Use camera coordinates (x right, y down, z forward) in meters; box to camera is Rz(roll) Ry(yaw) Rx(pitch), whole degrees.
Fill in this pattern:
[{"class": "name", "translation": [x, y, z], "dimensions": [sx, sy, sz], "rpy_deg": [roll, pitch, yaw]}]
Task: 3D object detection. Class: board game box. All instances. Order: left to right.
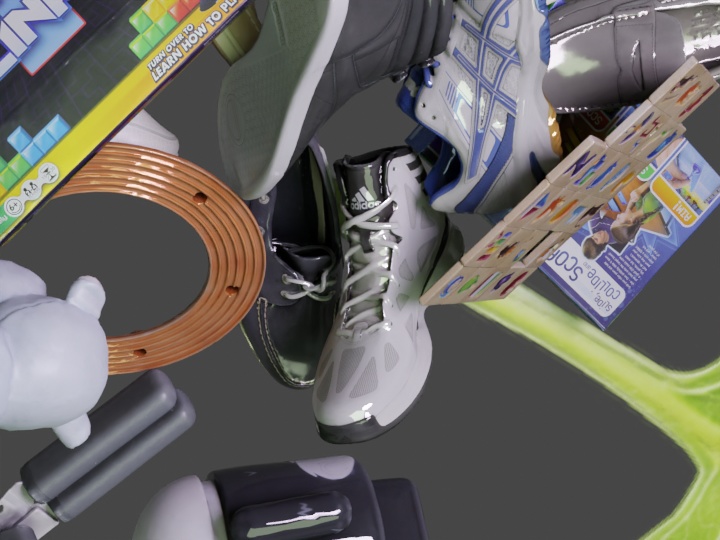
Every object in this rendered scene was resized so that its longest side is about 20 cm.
[{"class": "board game box", "translation": [-0.171, -0.140, 0.650], "dimensions": [0.200, 0.057, 0.165], "rpy_deg": [-45, 100, -2]}, {"class": "board game box", "translation": [0.144, -0.071, 0.865], "dimensions": [0.136, 0.034, 0.200], "rpy_deg": [-47, 116, 3]}]

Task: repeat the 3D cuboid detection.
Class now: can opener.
[{"class": "can opener", "translation": [-0.191, 0.147, 0.829], "dimensions": [0.199, 0.066, 0.053], "rpy_deg": [-40, 140, -4]}]

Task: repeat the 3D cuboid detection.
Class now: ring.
[{"class": "ring", "translation": [-0.156, -0.005, 0.767], "dimensions": [0.198, 0.019, 0.202], "rpy_deg": [-6, 138, -6]}]

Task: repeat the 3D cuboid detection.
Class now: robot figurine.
[{"class": "robot figurine", "translation": [-0.054, 0.193, 0.855], "dimensions": [0.197, 0.125, 0.152], "rpy_deg": [-4, 112, -17]}]

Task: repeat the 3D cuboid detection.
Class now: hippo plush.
[{"class": "hippo plush", "translation": [-0.208, 0.034, 0.668], "dimensions": [0.160, 0.199, 0.161], "rpy_deg": [-20, 126, -47]}]

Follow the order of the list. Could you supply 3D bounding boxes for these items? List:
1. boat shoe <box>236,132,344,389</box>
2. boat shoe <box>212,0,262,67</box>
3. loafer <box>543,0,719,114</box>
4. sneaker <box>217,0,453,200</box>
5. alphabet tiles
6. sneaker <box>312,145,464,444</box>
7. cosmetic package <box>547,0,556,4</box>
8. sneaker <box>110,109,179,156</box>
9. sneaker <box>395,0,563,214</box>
[{"class": "boat shoe", "translation": [-0.045, -0.007, 0.815], "dimensions": [0.072, 0.063, 0.203], "rpy_deg": [-9, 113, -14]}, {"class": "boat shoe", "translation": [-0.086, -0.191, 0.728], "dimensions": [0.065, 0.072, 0.201], "rpy_deg": [-32, 111, -2]}, {"class": "loafer", "translation": [0.178, -0.139, 0.792], "dimensions": [0.198, 0.070, 0.071], "rpy_deg": [-20, 117, -8]}, {"class": "sneaker", "translation": [-0.013, -0.106, 0.698], "dimensions": [0.098, 0.071, 0.200], "rpy_deg": [-14, 157, -30]}, {"class": "alphabet tiles", "translation": [0.132, -0.049, 0.766], "dimensions": [0.200, 0.167, 0.008], "rpy_deg": [-45, 74, 17]}, {"class": "sneaker", "translation": [0.000, 0.000, 0.769], "dimensions": [0.075, 0.202, 0.116], "rpy_deg": [-7, 129, 27]}, {"class": "cosmetic package", "translation": [0.038, -0.237, 0.747], "dimensions": [0.104, 0.071, 0.202], "rpy_deg": [-27, 116, -5]}, {"class": "sneaker", "translation": [-0.176, -0.128, 0.725], "dimensions": [0.199, 0.075, 0.081], "rpy_deg": [37, 87, -27]}, {"class": "sneaker", "translation": [0.060, -0.119, 0.720], "dimensions": [0.087, 0.075, 0.202], "rpy_deg": [-13, 117, -1]}]
